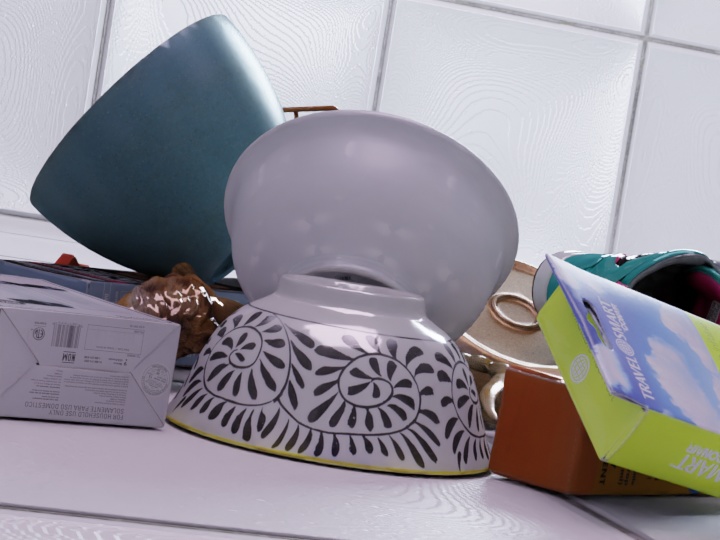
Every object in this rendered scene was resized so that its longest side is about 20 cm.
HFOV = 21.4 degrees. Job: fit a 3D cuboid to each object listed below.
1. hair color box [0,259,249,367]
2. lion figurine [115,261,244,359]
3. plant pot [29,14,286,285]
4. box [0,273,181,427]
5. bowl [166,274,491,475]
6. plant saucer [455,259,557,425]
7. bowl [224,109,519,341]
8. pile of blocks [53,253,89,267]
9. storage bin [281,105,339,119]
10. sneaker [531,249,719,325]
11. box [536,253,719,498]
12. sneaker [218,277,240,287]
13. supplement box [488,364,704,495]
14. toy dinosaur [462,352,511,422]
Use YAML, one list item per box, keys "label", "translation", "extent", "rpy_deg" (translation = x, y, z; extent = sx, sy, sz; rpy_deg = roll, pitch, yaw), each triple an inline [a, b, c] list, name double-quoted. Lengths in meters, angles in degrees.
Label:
- label: "hair color box"
  translation: [-0.168, 0.033, 1.403]
  extent: [0.099, 0.061, 0.200]
  rpy_deg: [12, 3, 37]
- label: "lion figurine"
  translation: [-0.079, 0.049, 1.308]
  extent: [0.199, 0.073, 0.122]
  rpy_deg: [13, 9, -13]
- label: "plant pot"
  translation: [-0.124, -0.070, 1.399]
  extent: [0.135, 0.200, 0.200]
  rpy_deg: [45, 7, 5]
- label: "box"
  translation: [-0.203, 0.041, 1.121]
  extent: [0.116, 0.061, 0.200]
  rpy_deg: [7, 4, -35]
- label: "bowl"
  translation: [-0.012, 0.055, 1.134]
  extent: [0.199, 0.095, 0.201]
  rpy_deg: [9, 2, 0]
- label: "plant saucer"
  translation: [0.110, 0.043, 1.398]
  extent: [0.199, 0.036, 0.201]
  rpy_deg: [15, 32, -10]
- label: "bowl"
  translation: [0.000, 0.000, 1.233]
  extent: [0.200, 0.202, 0.091]
  rpy_deg: [7, 47, 6]
- label: "pile of blocks"
  translation: [-0.221, 0.019, 1.510]
  extent: [0.082, 0.063, 0.200]
  rpy_deg: [9, 3, -3]
- label: "storage bin"
  translation: [-0.059, -0.058, 1.537]
  extent: [0.199, 0.147, 0.134]
  rpy_deg: [2, 9, 35]
- label: "sneaker"
  translation: [0.235, 0.024, 1.355]
  extent: [0.199, 0.084, 0.121]
  rpy_deg: [3, 7, -31]
- label: "box"
  translation: [0.185, 0.071, 1.067]
  extent: [0.199, 0.048, 0.122]
  rpy_deg: [20, 30, -30]
- label: "sneaker"
  translation: [-0.097, 0.038, 1.545]
  extent: [0.115, 0.074, 0.199]
  rpy_deg: [1, 0, -41]
- label: "supplement box"
  translation: [0.166, 0.098, 1.150]
  extent: [0.069, 0.067, 0.199]
  rpy_deg: [12, 4, 41]
- label: "toy dinosaur"
  translation: [0.095, 0.078, 1.247]
  extent: [0.101, 0.059, 0.200]
  rpy_deg: [1, -9, 28]
